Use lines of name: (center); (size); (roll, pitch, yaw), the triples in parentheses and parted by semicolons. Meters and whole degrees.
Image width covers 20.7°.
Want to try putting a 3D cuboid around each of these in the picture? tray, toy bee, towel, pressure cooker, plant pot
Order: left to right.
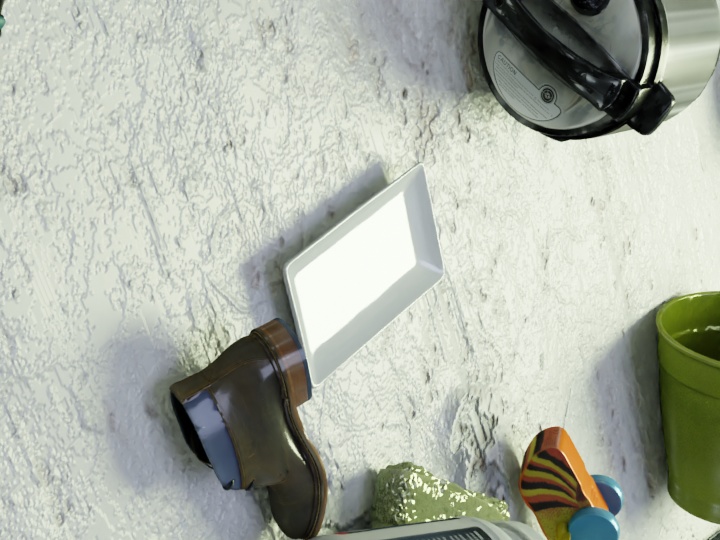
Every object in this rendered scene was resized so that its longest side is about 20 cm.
tray: (0.000, 0.000, 1.560); (0.200, 0.022, 0.108); (-39, 124, -46)
towel: (0.059, 0.248, 1.666); (0.200, 0.036, 0.149); (28, 73, -54)
toy bee: (0.195, 0.244, 1.814); (0.201, 0.108, 0.131); (59, 25, 1)
pressure cooker: (0.195, -0.202, 1.679); (0.200, 0.175, 0.180); (-16, 104, -57)
plant pot: (0.387, 0.149, 2.008); (0.200, 0.200, 0.194); (-25, 126, -51)

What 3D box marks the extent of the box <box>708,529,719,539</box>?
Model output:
box: (0.412, 0.400, 2.116); (0.196, 0.123, 0.201); (-23, 113, -49)

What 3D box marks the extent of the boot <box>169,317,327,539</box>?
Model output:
boot: (-0.084, 0.133, 1.441); (0.097, 0.075, 0.201); (-25, 128, -23)

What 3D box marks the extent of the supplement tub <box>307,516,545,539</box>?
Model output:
supplement tub: (0.046, 0.264, 1.514); (0.199, 0.140, 0.141); (-2, 96, -36)

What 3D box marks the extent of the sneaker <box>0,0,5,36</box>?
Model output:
sneaker: (-0.255, -0.137, 1.124); (0.071, 0.080, 0.201); (55, 52, -43)
